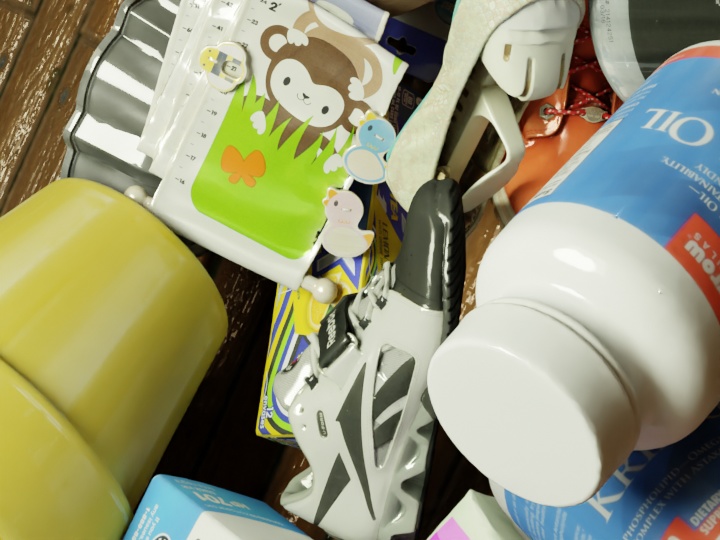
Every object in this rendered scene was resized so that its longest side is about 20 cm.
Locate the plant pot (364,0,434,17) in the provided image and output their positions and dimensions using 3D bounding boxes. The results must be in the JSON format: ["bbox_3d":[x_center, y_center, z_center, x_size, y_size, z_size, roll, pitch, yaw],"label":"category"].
[{"bbox_3d":[0.041,-0.222,1.069,0.200,0.092,0.203,-18,63,40],"label":"plant pot"}]

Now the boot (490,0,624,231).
[{"bbox_3d":[0.107,-0.089,0.988,0.107,0.074,0.202,112,155,-61],"label":"boot"}]

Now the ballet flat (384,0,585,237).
[{"bbox_3d":[0.070,-0.090,0.948,0.063,0.067,0.201,59,146,28],"label":"ballet flat"}]

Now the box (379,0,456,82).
[{"bbox_3d":[0.071,-0.203,1.127,0.119,0.041,0.201,31,99,47],"label":"box"}]

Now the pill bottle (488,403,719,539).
[{"bbox_3d":[0.127,0.093,0.899,0.200,0.112,0.113,40,102,45],"label":"pill bottle"}]

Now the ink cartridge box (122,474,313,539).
[{"bbox_3d":[-0.049,0.209,0.949,0.200,0.086,0.147,29,94,48],"label":"ink cartridge box"}]

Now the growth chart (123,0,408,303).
[{"bbox_3d":[-0.045,-0.091,1.022,0.143,0.018,0.202,18,110,7],"label":"growth chart"}]

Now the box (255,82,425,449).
[{"bbox_3d":[0.000,0.000,1.092,0.064,0.070,0.202,-5,71,39],"label":"box"}]

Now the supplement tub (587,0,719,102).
[{"bbox_3d":[0.212,-0.124,0.894,0.199,0.122,0.124,9,80,46],"label":"supplement tub"}]

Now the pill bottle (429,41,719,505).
[{"bbox_3d":[0.118,0.002,0.821,0.112,0.113,0.200,3,39,45],"label":"pill bottle"}]

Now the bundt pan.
[{"bbox_3d":[-0.079,-0.093,1.132,0.075,0.202,0.203,30,96,20],"label":"bundt pan"}]

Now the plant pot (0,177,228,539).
[{"bbox_3d":[-0.175,0.059,1.048,0.200,0.201,0.189,10,52,46],"label":"plant pot"}]

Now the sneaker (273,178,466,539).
[{"bbox_3d":[0.002,0.046,0.972,0.074,0.088,0.202,-64,-14,-68],"label":"sneaker"}]

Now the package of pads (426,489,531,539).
[{"bbox_3d":[0.061,0.231,0.941,0.155,0.068,0.201,-49,46,19],"label":"package of pads"}]
